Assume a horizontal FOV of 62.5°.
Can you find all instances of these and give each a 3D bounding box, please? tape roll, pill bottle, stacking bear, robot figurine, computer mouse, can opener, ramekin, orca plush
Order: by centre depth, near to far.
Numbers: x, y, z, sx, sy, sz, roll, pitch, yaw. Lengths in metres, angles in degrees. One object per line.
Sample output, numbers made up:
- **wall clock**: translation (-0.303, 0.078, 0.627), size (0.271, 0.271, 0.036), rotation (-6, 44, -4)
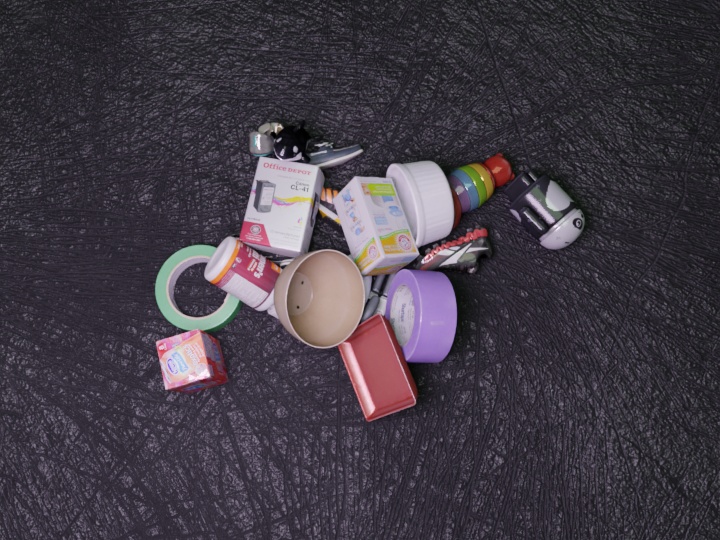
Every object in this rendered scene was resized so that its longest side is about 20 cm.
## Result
- **tape roll**: translation (0.127, 0.100, 1.293), size (0.084, 0.200, 0.202), rotation (4, 76, -18)
- **pill bottle**: translation (-0.236, 0.021, 1.321), size (0.199, 0.109, 0.110), rotation (35, 76, -24)
- **orca plush**: translation (-0.131, -0.302, 1.339), size (0.105, 0.200, 0.071), rotation (44, 117, 9)
- **computer mouse**: translation (0.000, 0.000, 1.357), size (0.109, 0.044, 0.202), rotation (21, 62, -33)
- **ramekin**: translation (0.137, -0.154, 1.366), size (0.097, 0.201, 0.202), rotation (-14, 77, -12)
- **tape roll**: translation (-0.370, 0.043, 1.378), size (0.198, 0.048, 0.203), rotation (0, 76, -1)
- **can opener**: translation (0.053, 0.042, 1.385), size (0.052, 0.067, 0.202), rotation (22, 72, 0)
- **robot figurine**: translation (0.437, -0.145, 1.404), size (0.150, 0.125, 0.200), rotation (-38, 80, -7)
- **stacking bear**: translation (0.276, -0.208, 1.428), size (0.199, 0.114, 0.122), rotation (-31, 80, -13)

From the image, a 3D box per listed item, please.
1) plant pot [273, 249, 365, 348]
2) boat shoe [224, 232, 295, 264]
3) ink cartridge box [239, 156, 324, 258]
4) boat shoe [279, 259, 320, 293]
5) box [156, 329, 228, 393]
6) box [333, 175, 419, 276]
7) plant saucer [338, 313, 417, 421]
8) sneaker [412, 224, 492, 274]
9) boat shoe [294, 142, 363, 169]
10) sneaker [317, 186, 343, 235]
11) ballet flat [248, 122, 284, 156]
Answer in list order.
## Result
- **plant pot**: translation (-0.107, 0.055, 1.262), size (0.199, 0.134, 0.203), rotation (-3, 94, -38)
- **boat shoe**: translation (-0.225, -0.055, 1.400), size (0.198, 0.057, 0.069), rotation (1, 77, -1)
- **ink cartridge box**: translation (-0.175, -0.140, 1.340), size (0.146, 0.086, 0.202), rotation (10, 82, 7)
- **boat shoe**: translation (-0.099, 0.032, 1.376), size (0.198, 0.075, 0.063), rotation (25, 71, -1)
- **box**: translation (-0.353, 0.197, 1.264), size (0.094, 0.200, 0.104), rotation (-15, 78, -5)
- **box**: translation (0.034, -0.098, 1.337), size (0.112, 0.101, 0.202), rotation (-4, 68, -38)
- **plant saucer**: translation (0.040, 0.211, 1.293), size (0.036, 0.200, 0.201), rotation (-14, 76, -35)
- **sneaker**: translation (0.224, -0.027, 1.398), size (0.199, 0.071, 0.099), rotation (-24, 76, -8)
- **boat shoe**: translation (-0.093, -0.278, 1.450), size (0.198, 0.075, 0.062), rotation (-19, 89, 3)
- **sneaker**: translation (-0.074, -0.171, 1.430), size (0.200, 0.070, 0.090), rotation (40, 73, 3)
- **ballet flat**: translation (-0.203, -0.316, 1.393), size (0.067, 0.200, 0.064), rotation (3, 111, 14)
